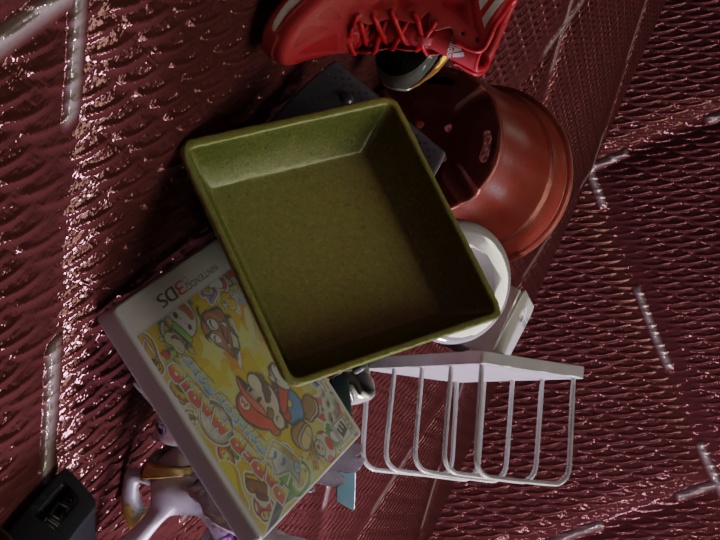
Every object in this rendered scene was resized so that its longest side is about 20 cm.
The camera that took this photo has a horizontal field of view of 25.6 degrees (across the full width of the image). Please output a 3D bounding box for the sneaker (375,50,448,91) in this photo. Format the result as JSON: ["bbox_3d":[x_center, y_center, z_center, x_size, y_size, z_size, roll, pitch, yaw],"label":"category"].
[{"bbox_3d":[0.053,-0.262,1.440,0.077,0.078,0.200,-2,111,-61],"label":"sneaker"}]

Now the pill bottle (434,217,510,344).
[{"bbox_3d":[0.045,-0.002,1.482,0.200,0.113,0.113,19,-95,63],"label":"pill bottle"}]

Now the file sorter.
[{"bbox_3d":[0.108,0.154,1.636,0.139,0.200,0.125,11,80,-36],"label":"file sorter"}]

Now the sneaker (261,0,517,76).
[{"bbox_3d":[0.033,-0.187,1.200,0.200,0.116,0.078,-32,160,-11],"label":"sneaker"}]

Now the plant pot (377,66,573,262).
[{"bbox_3d":[0.098,-0.115,1.625,0.201,0.201,0.195,-67,158,1],"label":"plant pot"}]

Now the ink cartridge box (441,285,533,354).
[{"bbox_3d":[0.075,0.027,1.708,0.083,0.200,0.147,-65,166,-4],"label":"ink cartridge box"}]

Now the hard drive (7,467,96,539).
[{"bbox_3d":[-0.254,0.253,1.144,0.200,0.042,0.135,-54,162,-42],"label":"hard drive"}]

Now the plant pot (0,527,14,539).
[{"bbox_3d":[-0.233,0.244,0.923,0.200,0.200,0.198,-60,158,-26],"label":"plant pot"}]

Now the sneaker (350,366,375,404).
[{"bbox_3d":[-0.037,0.129,1.660,0.078,0.099,0.200,-49,158,-53],"label":"sneaker"}]

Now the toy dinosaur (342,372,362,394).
[{"bbox_3d":[-0.035,0.008,1.407,0.088,0.047,0.200,-65,137,-76],"label":"toy dinosaur"}]

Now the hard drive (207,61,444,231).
[{"bbox_3d":[-0.029,-0.066,1.280,0.200,0.135,0.042,-53,-175,-37],"label":"hard drive"}]

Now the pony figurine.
[{"bbox_3d":[-0.115,0.188,1.284,0.167,0.193,0.200,-63,174,-61],"label":"pony figurine"}]

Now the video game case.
[{"bbox_3d":[-0.093,0.083,1.208,0.023,0.200,0.182,-28,-174,31],"label":"video game case"}]

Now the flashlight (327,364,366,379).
[{"bbox_3d":[0.000,0.000,1.331,0.200,0.068,0.068,-82,156,-54],"label":"flashlight"}]

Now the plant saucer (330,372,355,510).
[{"bbox_3d":[-0.019,0.117,1.425,0.200,0.019,0.070,-97,-174,-47],"label":"plant saucer"}]

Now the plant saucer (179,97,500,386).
[{"bbox_3d":[-0.021,-0.019,1.192,0.200,0.200,0.048,-16,163,-33],"label":"plant saucer"}]
